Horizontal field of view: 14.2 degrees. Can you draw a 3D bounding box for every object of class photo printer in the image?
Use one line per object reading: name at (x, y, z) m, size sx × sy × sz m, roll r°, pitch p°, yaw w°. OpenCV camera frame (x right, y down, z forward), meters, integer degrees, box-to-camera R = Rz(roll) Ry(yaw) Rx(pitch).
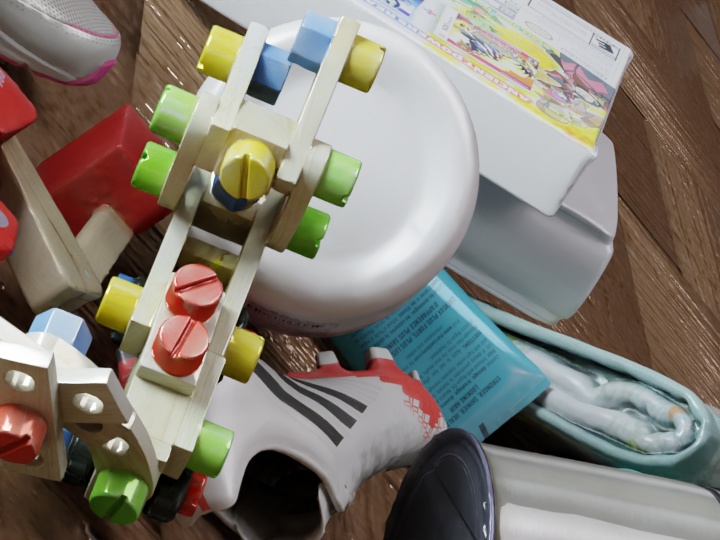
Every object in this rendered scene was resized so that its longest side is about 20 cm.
photo printer at (0.031, -0.068, 1.443) m, size 0.200 × 0.070 × 0.166 m, roll 30°, pitch 20°, yaw -7°

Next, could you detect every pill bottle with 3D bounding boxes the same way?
pill bottle at (-0.017, -0.031, 1.166) m, size 0.115 × 0.114 × 0.200 m, roll 57°, pitch -6°, yaw 2°

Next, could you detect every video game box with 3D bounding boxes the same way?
video game box at (0.031, -0.118, 1.391) m, size 0.200 × 0.047 × 0.182 m, roll 32°, pitch 20°, yaw 0°

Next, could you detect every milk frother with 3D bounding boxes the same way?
milk frother at (0.097, 0.184, 1.156) m, size 0.187 × 0.180 × 0.201 m, roll 12°, pitch 68°, yaw -18°

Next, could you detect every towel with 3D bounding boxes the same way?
towel at (0.131, 0.082, 1.422) m, size 0.200 × 0.048 × 0.171 m, roll 28°, pitch -7°, yaw 43°

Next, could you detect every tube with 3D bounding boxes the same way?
tube at (0.000, 0.000, 1.327) m, size 0.200 × 0.077 × 0.050 m, roll 52°, pitch -9°, yaw -8°

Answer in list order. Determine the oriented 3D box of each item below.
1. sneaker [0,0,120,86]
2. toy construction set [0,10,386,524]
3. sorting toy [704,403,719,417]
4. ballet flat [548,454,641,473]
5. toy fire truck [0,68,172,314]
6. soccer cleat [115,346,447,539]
sneaker at (-0.151, -0.167, 1.163) m, size 0.200 × 0.088 × 0.081 m, roll 56°, pitch 16°, yaw -2°
toy construction set at (-0.063, 0.009, 0.980) m, size 0.092 × 0.131 × 0.200 m, roll 34°, pitch 52°, yaw 4°
sorting toy at (0.214, 0.150, 1.541) m, size 0.180 × 0.107 × 0.200 m, roll 48°, pitch -23°, yaw 0°
ballet flat at (0.104, 0.125, 1.370) m, size 0.070 × 0.069 × 0.200 m, roll 57°, pitch -5°, yaw 2°
toy fire truck at (-0.130, -0.031, 1.037) m, size 0.141 × 0.049 × 0.200 m, roll 51°, pitch 18°, yaw -24°
soccer cleat at (-0.024, 0.073, 1.127) m, size 0.200 × 0.068 × 0.085 m, roll 21°, pitch 47°, yaw -58°
